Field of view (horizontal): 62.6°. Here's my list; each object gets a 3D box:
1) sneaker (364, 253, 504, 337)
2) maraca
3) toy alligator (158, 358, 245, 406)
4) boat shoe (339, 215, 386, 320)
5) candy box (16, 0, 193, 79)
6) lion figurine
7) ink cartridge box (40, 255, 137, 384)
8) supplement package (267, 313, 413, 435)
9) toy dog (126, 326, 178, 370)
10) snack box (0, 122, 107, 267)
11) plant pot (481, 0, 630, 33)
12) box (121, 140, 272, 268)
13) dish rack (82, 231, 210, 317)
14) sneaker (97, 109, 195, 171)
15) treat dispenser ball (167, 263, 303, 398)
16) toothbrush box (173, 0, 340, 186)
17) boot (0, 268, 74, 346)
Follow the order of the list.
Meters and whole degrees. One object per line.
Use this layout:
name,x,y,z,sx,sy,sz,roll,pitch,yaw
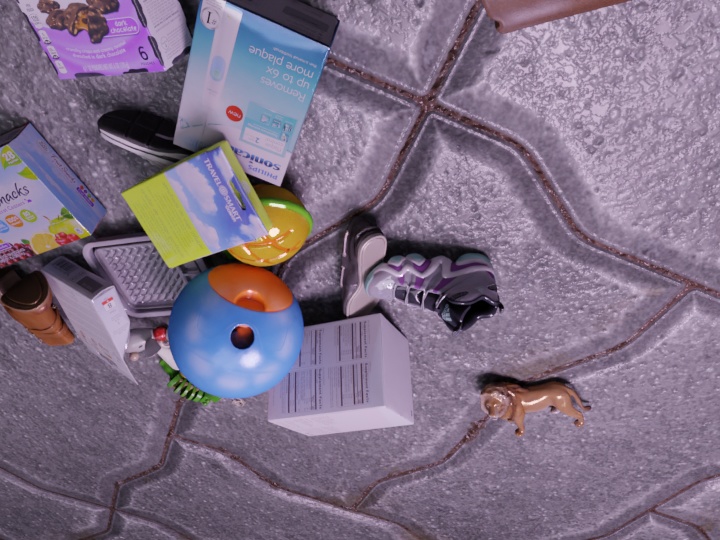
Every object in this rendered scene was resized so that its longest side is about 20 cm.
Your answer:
sneaker,0.109,0.043,0.854,0.198,0.141,0.078,-8,133,-1
maraca,-0.145,-0.055,0.856,0.136,0.108,0.200,10,155,-21
toy alligator,-0.318,0.242,1.181,0.199,0.054,0.059,36,128,-22
boat shoe,0.000,0.000,0.922,0.066,0.057,0.201,-18,142,-24
candy box,-0.296,-0.318,0.635,0.166,0.072,0.201,4,133,24
lion figurine,0.320,0.238,1.081,0.198,0.073,0.123,-16,121,4
ink cartridge box,-0.444,0.086,1.011,0.161,0.050,0.201,21,140,32
supplement package,-0.030,0.179,0.987,0.198,0.152,0.152,-11,153,19
toy dog,-0.310,0.139,1.026,0.199,0.097,0.132,-15,158,24
snack box,-0.519,-0.106,0.888,0.199,0.068,0.169,-15,128,20
plant pot,0.200,-0.314,0.516,0.197,0.201,0.201,-11,130,28
box,-0.203,-0.081,0.753,0.199,0.048,0.123,-14,113,35
dish rack,-0.332,0.001,0.973,0.198,0.044,0.172,-6,132,13
sneaker,-0.263,-0.137,0.815,0.199,0.076,0.116,18,130,-11
treat dispenser ball,-0.185,0.090,0.888,0.199,0.202,0.202,4,133,5
toothbrush box,-0.128,-0.223,0.710,0.145,0.086,0.201,21,133,-10
boot,-0.552,0.080,1.021,0.199,0.077,0.156,7,135,36
